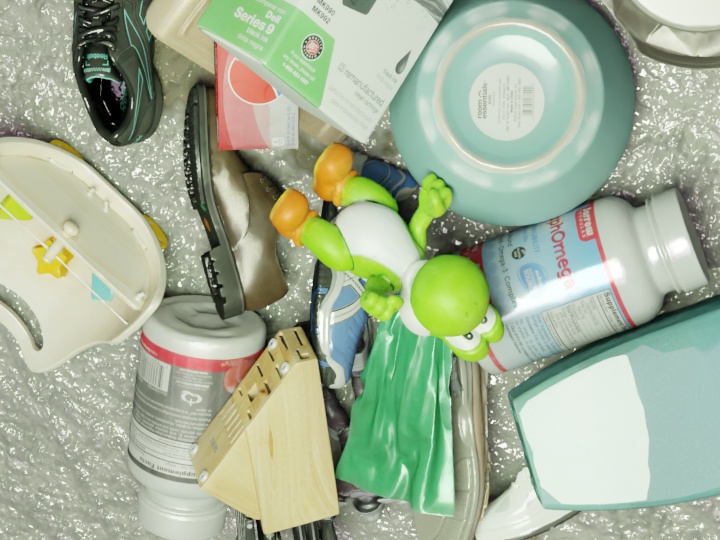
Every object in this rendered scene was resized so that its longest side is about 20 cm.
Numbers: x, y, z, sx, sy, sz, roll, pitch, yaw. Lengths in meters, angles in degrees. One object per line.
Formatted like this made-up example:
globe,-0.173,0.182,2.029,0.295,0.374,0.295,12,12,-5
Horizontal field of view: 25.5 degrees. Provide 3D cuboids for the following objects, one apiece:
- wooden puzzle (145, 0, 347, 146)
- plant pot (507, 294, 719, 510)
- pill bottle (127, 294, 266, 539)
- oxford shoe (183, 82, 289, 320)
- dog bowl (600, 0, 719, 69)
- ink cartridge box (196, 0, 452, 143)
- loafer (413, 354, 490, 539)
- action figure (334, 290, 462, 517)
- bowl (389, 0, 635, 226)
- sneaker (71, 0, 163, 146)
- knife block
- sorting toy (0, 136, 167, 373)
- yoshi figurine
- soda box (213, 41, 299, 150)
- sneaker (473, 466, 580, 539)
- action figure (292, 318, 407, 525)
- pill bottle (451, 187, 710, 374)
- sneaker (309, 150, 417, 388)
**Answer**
wooden puzzle,-0.047,-0.221,1.299,0.199,0.037,0.185,32,112,-23
plant pot,0.225,0.116,1.281,0.198,0.141,0.143,-16,89,3
pill bottle,-0.149,0.133,1.415,0.110,0.111,0.202,12,110,7
oxford shoe,-0.105,-0.066,1.375,0.084,0.073,0.202,-14,99,-13
dog bowl,0.265,-0.260,1.233,0.198,0.059,0.202,3,108,10
ink cartridge box,-0.006,-0.220,1.179,0.084,0.146,0.201,32,90,38
loafer,0.088,0.151,1.377,0.071,0.063,0.202,4,97,42
action figure,0.043,0.092,1.324,0.117,0.055,0.202,13,106,25
bowl,0.117,-0.134,1.240,0.198,0.105,0.203,0,93,6
sneaker,-0.206,-0.201,1.338,0.075,0.079,0.202,-4,105,13
knife block,-0.049,0.172,1.363,0.175,0.064,0.201,32,101,-27
sorting toy,-0.284,-0.001,1.413,0.200,0.107,0.180,43,118,-5
yoshi figurine,0.031,-0.012,1.226,0.200,0.112,0.113,39,116,10
soda box,-0.082,-0.197,1.250,0.069,0.064,0.202,-2,122,-6
sneaker,0.165,0.156,1.389,0.199,0.076,0.116,-26,92,10
action figure,-0.004,0.138,1.414,0.129,0.069,0.202,-11,109,7
pill bottle,0.179,0.005,1.308,0.198,0.109,0.110,-21,102,16
sneaker,0.000,0.000,1.334,0.076,0.076,0.202,10,83,-7
